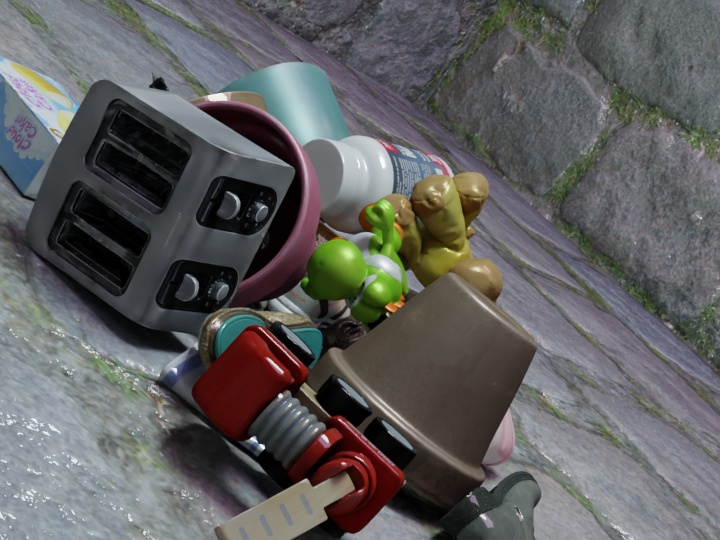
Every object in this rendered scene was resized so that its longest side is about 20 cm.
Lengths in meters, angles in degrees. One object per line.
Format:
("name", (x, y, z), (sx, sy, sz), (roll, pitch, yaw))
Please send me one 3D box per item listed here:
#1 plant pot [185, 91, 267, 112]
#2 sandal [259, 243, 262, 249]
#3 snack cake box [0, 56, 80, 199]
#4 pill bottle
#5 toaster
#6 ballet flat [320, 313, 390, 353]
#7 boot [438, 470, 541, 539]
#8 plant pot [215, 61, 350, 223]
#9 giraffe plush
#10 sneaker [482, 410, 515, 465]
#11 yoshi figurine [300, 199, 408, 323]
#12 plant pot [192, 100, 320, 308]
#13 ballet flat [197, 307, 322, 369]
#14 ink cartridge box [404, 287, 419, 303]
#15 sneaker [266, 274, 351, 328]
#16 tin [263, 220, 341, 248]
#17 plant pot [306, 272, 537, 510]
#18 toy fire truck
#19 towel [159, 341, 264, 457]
("plant pot", (-0.187, -0.116, 1.639), (0.093, 0.200, 0.201), (70, 18, 6))
("sandal", (-0.143, -0.034, 1.669), (0.082, 0.055, 0.200), (28, 9, -35))
("snack cake box", (-0.329, -0.141, 1.536), (0.115, 0.067, 0.200), (22, 18, -51))
("pill bottle", (0.014, -0.099, 1.791), (0.200, 0.120, 0.120), (10, 28, -49))
("toaster", (-0.186, -0.065, 1.343), (0.200, 0.181, 0.119), (33, 11, 25))
("ballet flat", (0.008, 0.069, 1.678), (0.068, 0.046, 0.200), (68, 18, 3))
("boot", (0.152, 0.264, 1.394), (0.131, 0.068, 0.200), (50, 18, 15))
("plant pot", (-0.099, -0.140, 1.896), (0.200, 0.200, 0.161), (14, 45, -60))
("giraffe plush", (0.102, 0.005, 1.738), (0.200, 0.172, 0.162), (83, -18, -59))
("sneaker", (0.114, 0.114, 1.611), (0.105, 0.075, 0.201), (14, 59, -69))
("yoshi figurine", (-0.008, -0.013, 1.531), (0.112, 0.113, 0.200), (-4, 19, 1))
("plant pot", (-0.126, -0.048, 1.505), (0.200, 0.200, 0.179), (40, -3, 19))
("ballet flat", (-0.105, 0.065, 1.318), (0.065, 0.071, 0.200), (12, -1, 25))
("ink cartridge box", (0.088, 0.087, 1.827), (0.117, 0.067, 0.200), (27, 15, -32))
("sneaker", (-0.037, 0.025, 1.697), (0.074, 0.080, 0.200), (36, 10, 10))
("tin", (-0.079, -0.042, 1.751), (0.112, 0.042, 0.200), (22, -10, 40))
("plant pot", (0.073, 0.102, 1.425), (0.200, 0.175, 0.200), (39, 6, -5))
("toy fire truck", (-0.063, 0.138, 1.133), (0.176, 0.129, 0.200), (44, 3, 6))
("towel", (-0.079, 0.131, 1.308), (0.200, 0.024, 0.147), (37, 13, 4))
